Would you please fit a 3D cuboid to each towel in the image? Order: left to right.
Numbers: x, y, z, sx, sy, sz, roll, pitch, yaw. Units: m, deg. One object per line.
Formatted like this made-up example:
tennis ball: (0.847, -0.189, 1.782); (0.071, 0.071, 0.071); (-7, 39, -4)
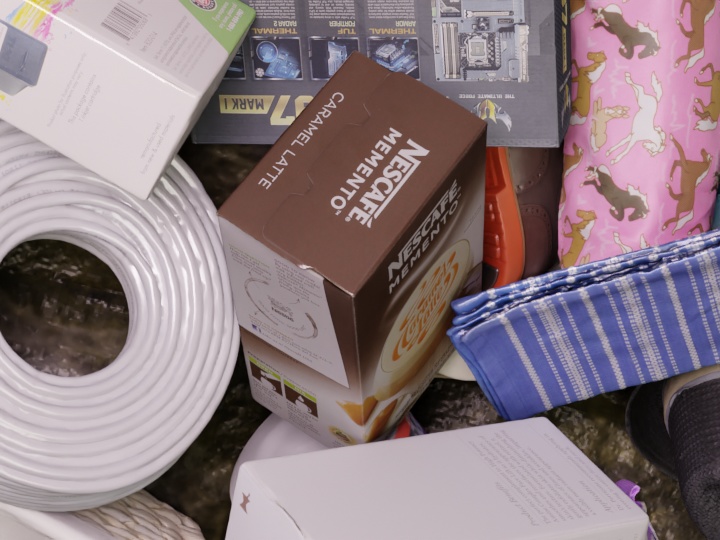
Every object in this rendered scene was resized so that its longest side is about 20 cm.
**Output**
towel: (0.153, 0.029, 1.063); (0.198, 0.024, 0.145); (-15, 151, 10)

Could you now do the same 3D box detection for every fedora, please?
fedora: (0.250, 0.118, 1.166); (0.199, 0.092, 0.201); (7, 140, 6)

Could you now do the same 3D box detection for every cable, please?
cable: (-0.152, 0.018, 1.021); (0.200, 0.069, 0.200); (42, 65, -12)

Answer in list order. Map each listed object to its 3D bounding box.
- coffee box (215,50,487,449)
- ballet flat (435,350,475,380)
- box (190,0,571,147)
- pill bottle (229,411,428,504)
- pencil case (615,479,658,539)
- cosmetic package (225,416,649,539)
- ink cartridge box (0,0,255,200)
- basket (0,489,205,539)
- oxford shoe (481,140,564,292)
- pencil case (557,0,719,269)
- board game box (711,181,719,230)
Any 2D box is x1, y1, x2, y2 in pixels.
coffee box: (0.000, 0.000, 1.014); (0.115, 0.079, 0.200); (-52, 161, -21)
ballet flat: (0.095, 0.044, 1.155); (0.198, 0.070, 0.070); (6, 110, -16)
box: (0.005, -0.143, 1.025); (0.198, 0.051, 0.159); (1, 113, 14)
pill bottle: (0.024, 0.164, 1.162); (0.111, 0.112, 0.200); (-37, 116, 3)
pencil case: (0.177, 0.222, 1.243); (0.085, 0.084, 0.201); (-43, 119, -20)
cosmetic package: (0.039, 0.140, 1.034); (0.199, 0.102, 0.075); (-6, 122, -32)
ink cartridge box: (-0.161, -0.130, 0.975); (0.199, 0.117, 0.068); (30, 119, -4)
basket: (-0.184, 0.174, 1.110); (0.199, 0.123, 0.136); (33, 102, -22)
oxford shoe: (0.074, -0.088, 1.108); (0.072, 0.071, 0.202); (-17, 112, -44)
pencil case: (0.147, -0.087, 1.077); (0.082, 0.086, 0.202); (-3, 94, -24)
board game box: (0.256, -0.023, 1.134); (0.150, 0.047, 0.200); (31, 127, -22)
